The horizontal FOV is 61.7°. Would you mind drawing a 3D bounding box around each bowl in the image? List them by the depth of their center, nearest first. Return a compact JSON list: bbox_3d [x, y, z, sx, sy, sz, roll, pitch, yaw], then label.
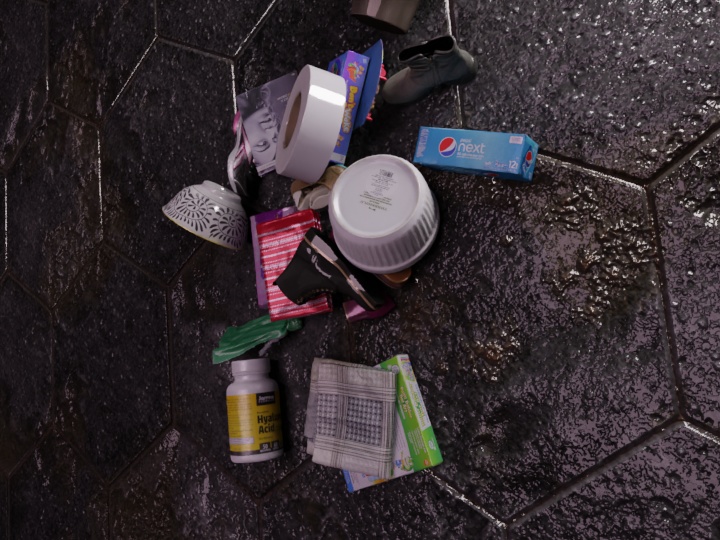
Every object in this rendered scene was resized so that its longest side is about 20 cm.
[{"bbox_3d":[-0.317,-0.133,1.305,0.200,0.200,0.095,34,101,32],"label":"bowl"}]

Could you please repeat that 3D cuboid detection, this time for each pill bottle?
[{"bbox_3d":[-0.222,0.288,1.257,0.110,0.111,0.204,-12,80,34],"label":"pill bottle"}]

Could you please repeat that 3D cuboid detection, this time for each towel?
[{"bbox_3d":[-0.024,0.269,1.115,0.198,0.034,0.196,3,88,36],"label":"towel"},{"bbox_3d":[-0.132,-0.009,1.183,0.143,0.022,0.203,-11,86,22],"label":"towel"}]

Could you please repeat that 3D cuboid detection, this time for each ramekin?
[{"bbox_3d":[0.036,-0.106,1.061,0.197,0.105,0.203,-6,66,13],"label":"ramekin"}]

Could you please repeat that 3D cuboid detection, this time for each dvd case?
[{"bbox_3d":[-0.176,-0.315,1.290,0.147,0.016,0.203,-21,74,5],"label":"dvd case"}]

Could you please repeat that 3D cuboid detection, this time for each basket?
[{"bbox_3d":[0.062,-0.556,1.110,0.179,0.135,0.203,26,105,28],"label":"basket"}]

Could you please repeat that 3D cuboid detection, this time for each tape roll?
[{"bbox_3d":[-0.095,-0.266,1.108,0.202,0.070,0.206,-167,90,-70],"label":"tape roll"}]

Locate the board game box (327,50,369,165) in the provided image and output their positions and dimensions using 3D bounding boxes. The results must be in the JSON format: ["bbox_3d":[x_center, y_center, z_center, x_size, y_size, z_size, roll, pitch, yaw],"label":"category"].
[{"bbox_3d":[-0.047,-0.310,1.175,0.134,0.044,0.203,-151,74,-70],"label":"board game box"}]

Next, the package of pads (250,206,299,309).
[{"bbox_3d":[-0.161,-0.026,1.259,0.119,0.075,0.204,-11,81,30],"label":"package of pads"}]

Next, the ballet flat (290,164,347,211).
[{"bbox_3d":[-0.089,-0.151,1.191,0.199,0.067,0.073,-8,57,52],"label":"ballet flat"}]

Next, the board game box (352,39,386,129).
[{"bbox_3d":[0.017,-0.339,1.147,0.200,0.038,0.161,-171,93,-70],"label":"board game box"}]

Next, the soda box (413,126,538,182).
[{"bbox_3d":[0.193,-0.199,1.025,0.198,0.067,0.065,15,94,35],"label":"soda box"}]

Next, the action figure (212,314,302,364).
[{"bbox_3d":[-0.212,0.138,1.283,0.197,0.055,0.119,-20,35,19],"label":"action figure"}]

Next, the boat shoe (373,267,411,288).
[{"bbox_3d":[0.026,-0.039,1.139,0.201,0.070,0.071,55,153,28],"label":"boat shoe"}]

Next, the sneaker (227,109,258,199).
[{"bbox_3d":[-0.237,-0.259,1.333,0.085,0.080,0.204,4,95,24],"label":"sneaker"}]

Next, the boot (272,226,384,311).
[{"bbox_3d":[-0.061,0.037,1.113,0.200,0.077,0.139,46,105,24],"label":"boot"}]

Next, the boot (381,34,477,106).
[{"bbox_3d":[0.098,-0.360,1.066,0.198,0.130,0.069,-10,80,34],"label":"boot"}]

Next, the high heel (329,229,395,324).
[{"bbox_3d":[0.000,0.000,1.166,0.095,0.067,0.203,-18,73,8],"label":"high heel"}]

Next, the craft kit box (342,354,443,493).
[{"bbox_3d":[0.033,0.284,1.120,0.196,0.048,0.203,-29,71,33],"label":"craft kit box"}]
